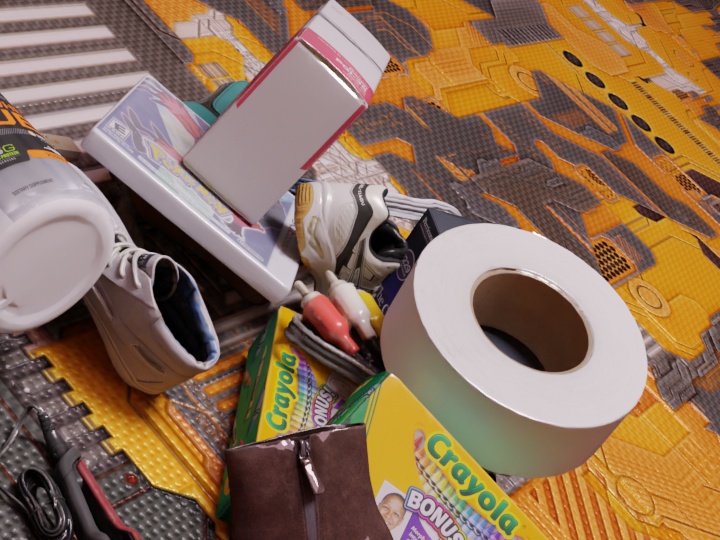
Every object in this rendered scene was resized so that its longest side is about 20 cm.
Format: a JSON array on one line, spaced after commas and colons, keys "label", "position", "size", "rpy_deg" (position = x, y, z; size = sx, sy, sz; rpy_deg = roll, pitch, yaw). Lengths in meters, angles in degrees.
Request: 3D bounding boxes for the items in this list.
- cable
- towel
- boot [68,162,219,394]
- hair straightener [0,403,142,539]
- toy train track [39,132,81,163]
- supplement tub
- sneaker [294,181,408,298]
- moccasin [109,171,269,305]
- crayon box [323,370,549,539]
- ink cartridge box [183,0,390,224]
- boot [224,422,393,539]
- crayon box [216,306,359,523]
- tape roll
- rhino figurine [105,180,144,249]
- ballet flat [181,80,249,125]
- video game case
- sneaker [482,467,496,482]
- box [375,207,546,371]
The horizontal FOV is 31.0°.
[{"label": "cable", "position": [0.017, 0.073, 1.009], "size": [0.097, 0.050, 0.200], "rpy_deg": [-1, 35, -49]}, {"label": "towel", "position": [-0.017, -0.072, 1.245], "size": [0.147, 0.024, 0.200], "rpy_deg": [9, 3, -41]}, {"label": "boot", "position": [-0.173, -0.005, 0.976], "size": [0.074, 0.095, 0.200], "rpy_deg": [-38, 101, -42]}, {"label": "hair straightener", "position": [-0.188, 0.169, 0.855], "size": [0.077, 0.041, 0.200], "rpy_deg": [-3, 49, -47]}, {"label": "toy train track", "position": [-0.324, -0.105, 1.090], "size": [0.200, 0.033, 0.115], "rpy_deg": [3, 38, -51]}, {"label": "supplement tub", "position": [-0.275, -0.060, 0.914], "size": [0.200, 0.123, 0.122], "rpy_deg": [43, 31, 26]}, {"label": "sneaker", "position": [0.000, 0.000, 1.125], "size": [0.087, 0.200, 0.076], "rpy_deg": [-6, 55, 5]}, {"label": "moccasin", "position": [-0.140, -0.056, 1.157], "size": [0.201, 0.078, 0.074], "rpy_deg": [43, 34, 9]}, {"label": "crayon box", "position": [0.041, 0.184, 0.910], "size": [0.200, 0.058, 0.119], "rpy_deg": [47, 69, -6]}, {"label": "ink cartridge box", "position": [-0.056, -0.143, 1.119], "size": [0.083, 0.147, 0.200], "rpy_deg": [42, 20, -9]}, {"label": "boot", "position": [-0.070, 0.193, 0.810], "size": [0.200, 0.072, 0.167], "rpy_deg": [-13, 92, -23]}, {"label": "crayon box", "position": [-0.036, 0.130, 1.023], "size": [0.119, 0.058, 0.200], "rpy_deg": [27, 33, -15]}, {"label": "tape roll", "position": [0.119, 0.059, 1.012], "size": [0.202, 0.071, 0.203], "rpy_deg": [15, 44, -14]}, {"label": "rhino figurine", "position": [-0.255, -0.021, 1.018], "size": [0.200, 0.060, 0.088], "rpy_deg": [-6, 62, -44]}, {"label": "ballet flat", "position": [-0.149, -0.133, 1.260], "size": [0.067, 0.064, 0.200], "rpy_deg": [41, 28, 2]}, {"label": "video game case", "position": [-0.127, -0.074, 1.091], "size": [0.200, 0.023, 0.182], "rpy_deg": [39, 20, -11]}, {"label": "sneaker", "position": [0.068, 0.210, 0.982], "size": [0.075, 0.116, 0.200], "rpy_deg": [15, 38, -31]}, {"label": "box", "position": [0.081, 0.065, 1.159], "size": [0.079, 0.141, 0.200], "rpy_deg": [16, 37, -31]}]
